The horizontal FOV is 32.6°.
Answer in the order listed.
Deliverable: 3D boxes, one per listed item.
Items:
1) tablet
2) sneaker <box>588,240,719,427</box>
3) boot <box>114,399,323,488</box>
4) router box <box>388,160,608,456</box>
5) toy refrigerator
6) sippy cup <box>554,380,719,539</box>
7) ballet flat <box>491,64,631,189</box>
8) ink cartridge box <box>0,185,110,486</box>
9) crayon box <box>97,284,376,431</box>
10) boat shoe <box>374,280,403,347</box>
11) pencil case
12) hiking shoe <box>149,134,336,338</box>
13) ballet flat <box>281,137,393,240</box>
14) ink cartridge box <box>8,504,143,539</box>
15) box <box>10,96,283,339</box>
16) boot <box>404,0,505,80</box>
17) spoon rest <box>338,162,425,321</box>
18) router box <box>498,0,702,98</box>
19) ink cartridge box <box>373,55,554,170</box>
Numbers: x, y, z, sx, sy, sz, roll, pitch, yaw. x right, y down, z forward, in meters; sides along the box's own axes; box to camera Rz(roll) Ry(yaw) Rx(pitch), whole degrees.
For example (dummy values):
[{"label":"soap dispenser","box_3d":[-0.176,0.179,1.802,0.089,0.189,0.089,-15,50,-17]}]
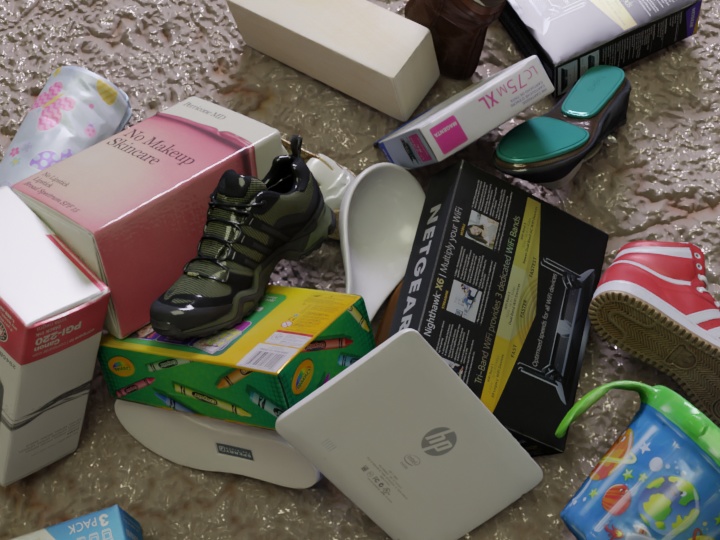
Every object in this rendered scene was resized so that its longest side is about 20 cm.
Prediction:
[{"label":"tablet","box_3d":[0.042,0.139,0.943,0.130,0.200,0.014,-36,33,10]},{"label":"sneaker","box_3d":[0.287,0.051,1.028,0.200,0.071,0.113,37,41,-4]},{"label":"boot","box_3d":[-0.105,0.121,1.052,0.200,0.073,0.090,14,41,20]},{"label":"router box","box_3d":[0.112,0.033,1.014,0.157,0.052,0.200,25,67,-22]},{"label":"toy refrigerator","box_3d":[-0.025,-0.227,1.184,0.200,0.076,0.070,30,73,24]},{"label":"sippy cup","box_3d":[0.231,0.181,0.949,0.130,0.140,0.178,-44,48,-2]},{"label":"ballet flat","box_3d":[0.183,-0.114,1.095,0.073,0.073,0.200,32,48,19]},{"label":"ink cartridge box","box_3d":[-0.294,0.057,1.016,0.146,0.200,0.085,41,45,22]},{"label":"crayon box","box_3d":[-0.103,0.063,1.004,0.200,0.058,0.119,6,32,35]},{"label":"boat shoe","box_3d":[0.043,0.101,1.041,0.070,0.070,0.200,26,67,-24]},{"label":"pencil case","box_3d":[-0.291,-0.094,1.156,0.091,0.083,0.200,13,66,19]},{"label":"hiking shoe","box_3d":[-0.106,-0.028,0.996,0.076,0.101,0.200,9,40,39]},{"label":"ballet flat","box_3d":[-0.061,-0.087,1.136,0.200,0.065,0.071,23,66,15]},{"label":"ink cartridge box","box_3d":[-0.215,0.302,0.969,0.115,0.068,0.200,-18,64,-2]},{"label":"box","box_3d":[-0.173,-0.051,1.055,0.128,0.109,0.200,25,46,38]},{"label":"boot","box_3d":[0.056,-0.274,1.128,0.064,0.200,0.187,-35,85,-7]},{"label":"spoon rest","box_3d":[0.000,0.000,1.075,0.061,0.099,0.200,14,73,52]},{"label":"router box","box_3d":[0.209,-0.281,1.197,0.157,0.052,0.200,-25,60,-5]},{"label":"ink cartridge box","box_3d":[0.085,-0.133,1.092,0.119,0.200,0.042,-32,99,-8]}]
